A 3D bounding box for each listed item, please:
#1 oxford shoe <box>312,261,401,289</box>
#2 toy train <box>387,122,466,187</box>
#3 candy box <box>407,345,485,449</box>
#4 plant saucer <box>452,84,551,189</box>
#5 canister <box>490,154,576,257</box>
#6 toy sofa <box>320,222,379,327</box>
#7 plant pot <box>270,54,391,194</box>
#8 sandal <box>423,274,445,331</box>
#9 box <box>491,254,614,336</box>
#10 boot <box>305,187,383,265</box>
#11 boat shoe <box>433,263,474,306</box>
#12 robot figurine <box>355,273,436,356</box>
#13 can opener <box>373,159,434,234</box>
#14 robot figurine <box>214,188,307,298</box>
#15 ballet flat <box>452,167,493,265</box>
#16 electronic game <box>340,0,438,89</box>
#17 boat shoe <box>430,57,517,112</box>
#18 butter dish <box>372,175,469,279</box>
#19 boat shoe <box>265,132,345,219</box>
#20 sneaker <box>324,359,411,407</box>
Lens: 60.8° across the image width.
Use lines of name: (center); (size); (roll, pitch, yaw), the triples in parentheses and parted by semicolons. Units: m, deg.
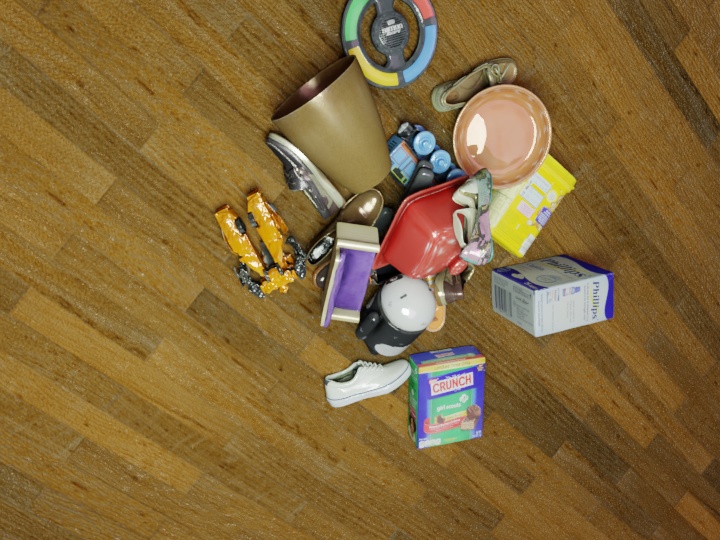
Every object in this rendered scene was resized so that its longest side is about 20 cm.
oxford shoe: (0.000, 0.000, 1.254); (0.196, 0.073, 0.073); (-17, 112, -12)
toy train: (0.127, -0.201, 1.237); (0.114, 0.087, 0.200); (-43, 116, 8)
candy box: (0.195, 0.287, 1.399); (0.165, 0.077, 0.205); (-6, 106, -16)
plant saucer: (0.281, -0.267, 1.231); (0.195, 0.038, 0.205); (0, 109, 1)
canister: (0.349, -0.149, 1.321); (0.147, 0.087, 0.202); (32, 95, -23)
toy sofa: (-0.022, 0.017, 1.158); (0.081, 0.099, 0.202); (7, 132, -9)
plant pot: (-0.030, -0.248, 1.114); (0.186, 0.186, 0.201); (-40, 115, -4)
sandal: (0.161, 0.041, 1.326); (0.078, 0.059, 0.211); (-16, 109, -13)
box: (0.417, 0.049, 1.347); (0.196, 0.184, 0.107); (-11, 107, -15)
boot: (-0.030, -0.079, 1.199); (0.200, 0.076, 0.074); (-44, 94, 8)
boat shoe: (0.201, 0.002, 1.259); (0.071, 0.201, 0.073); (-10, 114, 24)
robot figurine: (0.069, 0.091, 1.243); (0.123, 0.152, 0.201); (29, 139, -8)
can opener: (0.082, -0.129, 1.202); (0.065, 0.053, 0.201); (19, 133, -16)
robot figurine: (-0.187, -0.046, 1.178); (0.143, 0.058, 0.203); (-23, 112, 7)
ballet flat: (0.198, -0.105, 1.095); (0.070, 0.069, 0.204); (12, 63, -13)
electronic game: (0.056, -0.449, 1.161); (0.195, 0.042, 0.205); (-5, 107, -16)
boat shoe: (0.238, -0.369, 1.233); (0.197, 0.063, 0.074); (-28, 112, -9)
butter dish: (0.147, -0.055, 1.167); (0.198, 0.148, 0.201); (-22, 150, -38)
boat shoe: (-0.111, -0.176, 1.169); (0.065, 0.072, 0.200); (-49, 120, -5)
sneaker: (0.016, 0.229, 1.325); (0.196, 0.073, 0.072); (-21, 116, -11)
